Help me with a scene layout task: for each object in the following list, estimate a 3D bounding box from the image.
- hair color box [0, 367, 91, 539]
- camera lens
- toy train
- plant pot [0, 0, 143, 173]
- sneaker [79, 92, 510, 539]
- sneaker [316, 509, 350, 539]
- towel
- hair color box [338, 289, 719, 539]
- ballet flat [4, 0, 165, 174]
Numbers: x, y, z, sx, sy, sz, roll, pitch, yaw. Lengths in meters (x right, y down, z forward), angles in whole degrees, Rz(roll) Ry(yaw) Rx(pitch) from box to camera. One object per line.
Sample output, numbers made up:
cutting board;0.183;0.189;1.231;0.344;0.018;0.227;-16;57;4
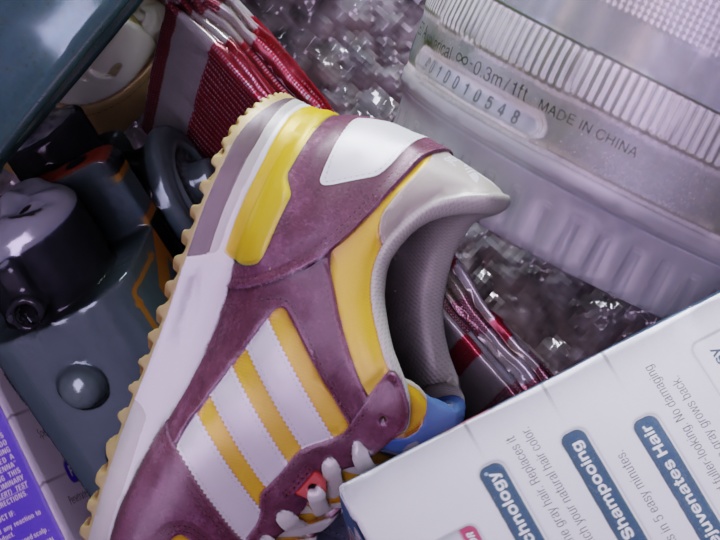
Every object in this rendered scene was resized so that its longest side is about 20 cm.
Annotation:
hair color box;-0.102;0.110;0.872;0.064;0.109;0.201;-25;88;15
camera lens;0.114;-0.096;0.785;0.159;0.160;0.201;28;99;9
toy train;-0.063;0.041;0.835;0.085;0.114;0.201;-22;113;18
plant pot;-0.146;-0.133;0.754;0.188;0.200;0.200;40;101;-7
sneaker;-0.020;0.053;0.735;0.090;0.075;0.201;19;100;20
sneaker;0.047;0.121;0.769;0.145;0.077;0.204;-2;86;34
towel;0.000;0.000;0.833;0.023;0.144;0.200;-39;84;-17
hair color box;0.104;0.068;0.711;0.199;0.061;0.100;-26;63;-7
ballet flat;-0.075;-0.113;0.874;0.069;0.063;0.200;44;102;6
